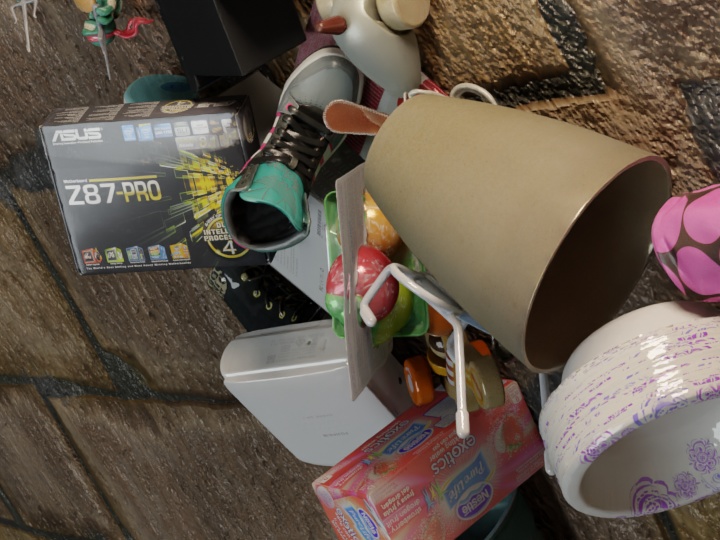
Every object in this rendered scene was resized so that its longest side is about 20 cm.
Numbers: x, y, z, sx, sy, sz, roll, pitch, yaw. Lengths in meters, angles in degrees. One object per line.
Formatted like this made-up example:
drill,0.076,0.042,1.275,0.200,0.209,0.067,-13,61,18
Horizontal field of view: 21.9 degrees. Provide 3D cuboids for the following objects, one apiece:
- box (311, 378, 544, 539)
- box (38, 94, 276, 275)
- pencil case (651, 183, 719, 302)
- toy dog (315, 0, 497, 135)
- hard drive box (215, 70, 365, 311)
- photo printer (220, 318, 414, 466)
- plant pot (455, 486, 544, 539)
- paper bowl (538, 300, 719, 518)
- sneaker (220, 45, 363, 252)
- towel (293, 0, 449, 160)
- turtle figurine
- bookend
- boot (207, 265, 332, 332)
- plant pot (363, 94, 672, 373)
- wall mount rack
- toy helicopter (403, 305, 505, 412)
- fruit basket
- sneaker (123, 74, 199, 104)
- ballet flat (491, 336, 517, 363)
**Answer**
box,0.069,0.191,1.769,0.102,0.200,0.095,-1,119,55
box,-0.186,-0.079,1.747,0.199,0.049,0.162,-2,117,15
pencil case,0.298,-0.022,1.312,0.094,0.091,0.200,54,155,-16
toy dog,0.016,-0.159,1.545,0.132,0.096,0.200,-26,97,51
hard drive box,-0.060,-0.071,1.802,0.200,0.077,0.156,39,148,24
photo printer,-0.024,0.132,1.889,0.166,0.070,0.200,-8,141,29
plant pot,0.126,0.331,1.867,0.196,0.200,0.200,54,153,-17
paper bowl,0.235,0.100,1.433,0.201,0.200,0.105,100,155,-54
sneaker,-0.062,-0.093,1.620,0.083,0.121,0.200,25,118,-11
towel,0.022,-0.147,1.655,0.200,0.023,0.144,44,148,14
turtle figurine,-0.285,-0.295,1.871,0.149,0.101,0.201,3,110,38
bookend,-0.096,-0.262,1.601,0.200,0.092,0.199,8,124,54
boot,-0.085,0.030,1.961,0.154,0.073,0.204,52,151,8
plant pot,0.105,-0.051,1.442,0.200,0.187,0.188,33,146,26
wall mount rack,0.091,0.072,1.488,0.200,0.075,0.174,24,-165,-43
toy helicopter,0.092,0.070,1.684,0.200,0.079,0.133,-136,35,-72
fruit basket,0.000,0.000,1.598,0.093,0.200,0.186,-1,101,17
sneaker,-0.197,-0.109,1.873,0.200,0.079,0.131,-100,11,-59
ballet flat,0.142,0.012,1.596,0.069,0.071,0.200,31,145,24
